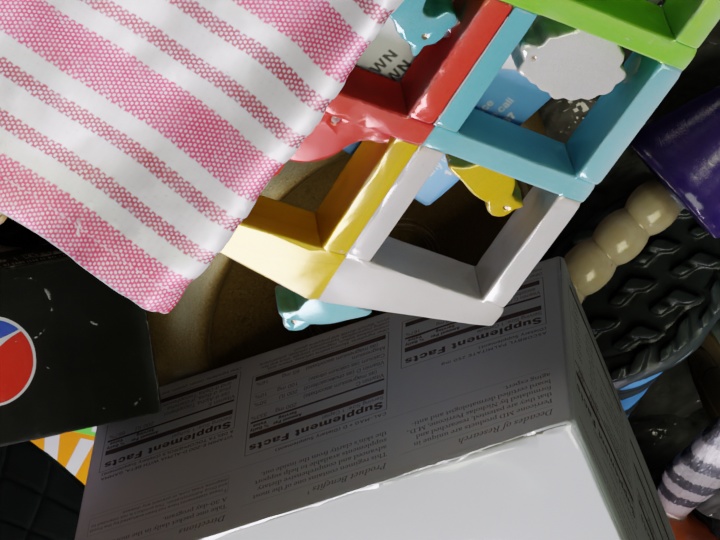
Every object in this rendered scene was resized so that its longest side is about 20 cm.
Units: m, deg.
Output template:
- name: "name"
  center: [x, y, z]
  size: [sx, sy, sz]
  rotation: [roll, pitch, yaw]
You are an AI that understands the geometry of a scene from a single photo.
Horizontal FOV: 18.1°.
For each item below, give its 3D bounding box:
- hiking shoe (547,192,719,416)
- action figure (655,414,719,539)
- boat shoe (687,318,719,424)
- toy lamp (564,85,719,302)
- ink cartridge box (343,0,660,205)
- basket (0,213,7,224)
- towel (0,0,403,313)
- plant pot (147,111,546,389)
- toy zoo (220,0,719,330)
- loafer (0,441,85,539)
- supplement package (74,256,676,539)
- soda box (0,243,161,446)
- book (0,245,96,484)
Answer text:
- name: "hiking shoe"
  center: [0.100, 0.035, 1.010]
  size: [0.200, 0.074, 0.087]
  rotation: [-48, 171, 11]
- name: "action figure"
  center: [0.165, 0.133, 1.042]
  size: [0.198, 0.106, 0.194]
  rotation: [9, 167, -1]
- name: "boat shoe"
  center: [0.202, 0.078, 1.066]
  size: [0.064, 0.074, 0.200]
  rotation: [-25, 142, 2]
- name: "toy lamp"
  center: [0.091, 0.002, 0.938]
  size: [0.200, 0.058, 0.058]
  rotation: [-42, 128, 7]
- name: "ink cartridge box"
  center: [-0.009, -0.155, 0.747]
  size: [0.199, 0.147, 0.147]
  rotation: [31, 120, -33]
- name: "basket"
  center: [-0.215, -0.107, 0.807]
  size: [0.199, 0.150, 0.142]
  rotation: [26, 156, -31]
- name: "towel"
  center: [-0.066, -0.086, 0.666]
  size: [0.146, 0.030, 0.200]
  rotation: [29, 123, -17]
- name: "plant pot"
  center: [0.000, 0.000, 0.930]
  size: [0.199, 0.028, 0.201]
  rotation: [-21, 137, -21]
- name: "toy zoo"
  center: [0.022, -0.051, 0.733]
  size: [0.130, 0.021, 0.200]
  rotation: [18, 127, -25]
- name: "loafer"
  center: [-0.203, 0.098, 0.965]
  size: [0.198, 0.073, 0.073]
  rotation: [15, 147, 12]
- name: "supplement package"
  center: [0.013, 0.114, 0.880]
  size: [0.198, 0.111, 0.157]
  rotation: [-18, 120, 13]
- name: "soda box"
  center: [-0.180, 0.038, 0.848]
  size: [0.198, 0.063, 0.071]
  rotation: [-11, 98, -21]
- name: "book"
  center: [-0.141, 0.079, 1.010]
  size: [0.132, 0.048, 0.201]
  rotation: [10, 130, -13]
